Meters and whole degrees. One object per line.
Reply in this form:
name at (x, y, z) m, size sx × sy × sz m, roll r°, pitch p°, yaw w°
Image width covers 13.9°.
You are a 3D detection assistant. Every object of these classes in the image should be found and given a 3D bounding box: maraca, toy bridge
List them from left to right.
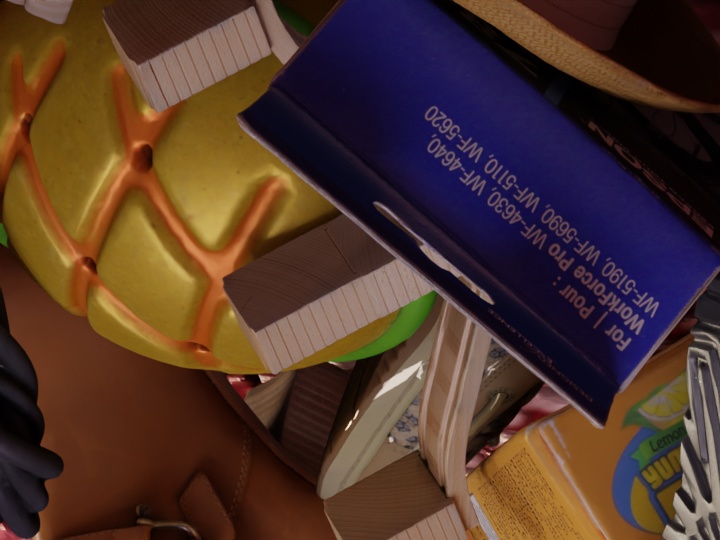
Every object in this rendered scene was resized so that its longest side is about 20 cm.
maraca at (-0.061, -0.036, 0.822) m, size 0.199 × 0.107 × 0.138 m, roll 16°, pitch 134°, yaw 34°
toy bridge at (0.000, 0.000, 0.746) m, size 0.067 × 0.027 × 0.201 m, roll -28°, pitch 132°, yaw -6°

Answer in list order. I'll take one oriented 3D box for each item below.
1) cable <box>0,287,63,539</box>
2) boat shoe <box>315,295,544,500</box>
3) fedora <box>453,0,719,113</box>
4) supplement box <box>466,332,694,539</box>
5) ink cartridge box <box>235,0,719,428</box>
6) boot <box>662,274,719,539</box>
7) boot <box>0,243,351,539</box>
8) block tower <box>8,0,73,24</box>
cable at (-0.146, -0.015, 0.848) m, size 0.163 × 0.051 × 0.201 m, roll 25°, pitch 134°, yaw 60°
boat shoe at (0.040, 0.020, 0.886) m, size 0.062 × 0.074 × 0.200 m, roll 24°, pitch 145°, yaw -7°
fedora at (0.026, -0.119, 0.651) m, size 0.200 × 0.201 × 0.082 m, roll 34°, pitch 106°, yaw -24°
supplement box at (0.075, 0.065, 0.811) m, size 0.069 × 0.066 × 0.200 m, roll 59°, pitch 172°, yaw 8°
ink cartridge box at (0.038, -0.032, 0.669) m, size 0.099 × 0.200 × 0.039 m, roll 40°, pitch 106°, yaw -2°
boot at (0.168, 0.048, 0.697) m, size 0.199 × 0.066 × 0.166 m, roll -16°, pitch 133°, yaw -26°
boot at (-0.088, 0.077, 0.946) m, size 0.199 × 0.155 × 0.074 m, roll 22°, pitch 146°, yaw -9°
block tower at (-0.136, -0.125, 0.661) m, size 0.199 × 0.054 × 0.058 m, roll 22°, pitch 133°, yaw -8°
